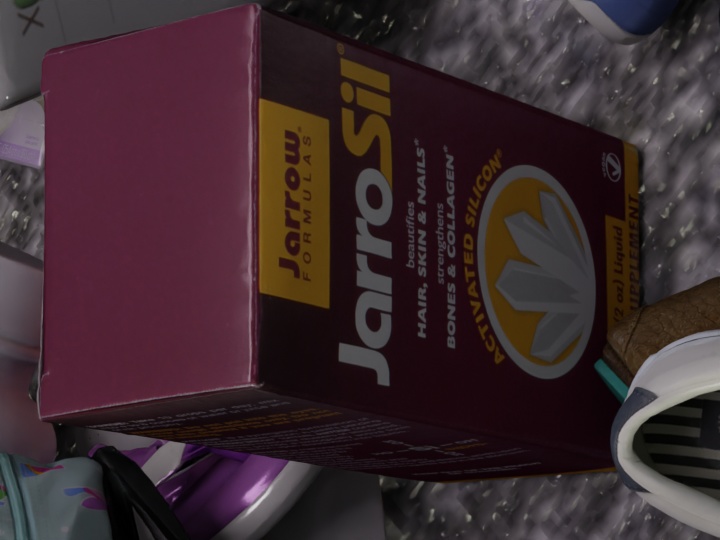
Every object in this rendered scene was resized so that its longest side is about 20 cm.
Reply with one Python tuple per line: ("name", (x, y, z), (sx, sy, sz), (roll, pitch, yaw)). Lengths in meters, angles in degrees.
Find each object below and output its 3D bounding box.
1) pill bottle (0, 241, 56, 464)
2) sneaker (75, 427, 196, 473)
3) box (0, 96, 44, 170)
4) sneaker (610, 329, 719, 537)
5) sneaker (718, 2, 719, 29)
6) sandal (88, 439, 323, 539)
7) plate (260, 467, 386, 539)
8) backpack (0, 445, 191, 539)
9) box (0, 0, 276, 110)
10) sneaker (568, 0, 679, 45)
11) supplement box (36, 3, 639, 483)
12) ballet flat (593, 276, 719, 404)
("pill bottle", (-0.179, 0.080, 0.883), (0.119, 0.120, 0.201), (23, 90, 40))
("sneaker", (-0.069, -0.005, 0.864), (0.201, 0.108, 0.067), (-49, 55, 21))
("box", (-0.179, -0.074, 1.012), (0.200, 0.041, 0.039), (15, 90, 41))
("sneaker", (0.160, 0.056, 0.630), (0.199, 0.071, 0.073), (2, 103, 21))
("sneaker", (0.166, -0.012, 0.686), (0.076, 0.087, 0.200), (-49, 56, 21))
("sandal", (-0.084, 0.088, 0.856), (0.202, 0.050, 0.083), (-32, 21, 44))
("plate", (-0.066, 0.177, 0.827), (0.199, 0.032, 0.200), (-37, 37, 26))
("backpack", (-0.116, 0.142, 0.736), (0.167, 0.126, 0.200), (-57, 33, 41))
("box", (-0.123, -0.184, 0.837), (0.199, 0.171, 0.201), (18, 126, 52))
("sneaker", (0.096, -0.185, 0.792), (0.115, 0.080, 0.200), (-29, 71, 28))
("supplement box", (0.000, 0.000, 0.746), (0.085, 0.200, 0.111), (-9, 75, 37))
("ballet flat", (0.148, 0.071, 0.711), (0.072, 0.068, 0.200), (-40, 53, 4))
